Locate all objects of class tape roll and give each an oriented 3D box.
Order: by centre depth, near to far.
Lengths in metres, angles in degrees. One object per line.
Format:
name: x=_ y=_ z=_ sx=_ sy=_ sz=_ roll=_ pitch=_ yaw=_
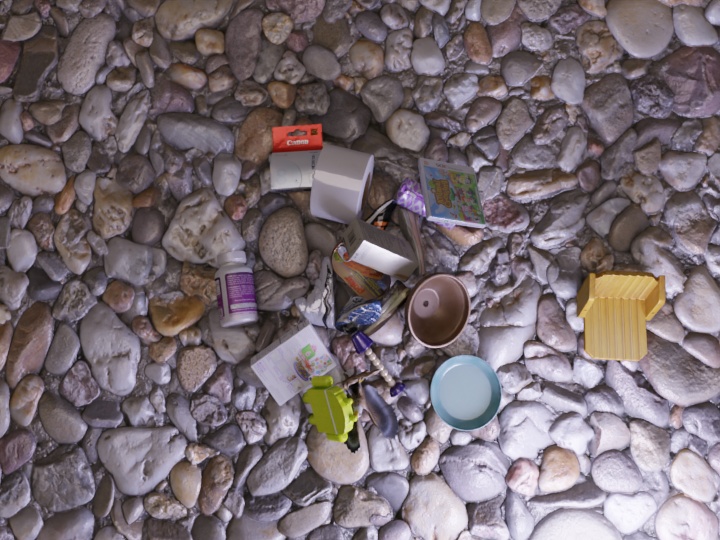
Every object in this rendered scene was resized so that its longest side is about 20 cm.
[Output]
tape roll: x=-0.049 y=-0.238 z=1.744 sx=0.136 sy=0.203 sz=0.208 roll=14 pitch=83 yaw=7

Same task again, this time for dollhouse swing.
dollhouse swing: x=0.694 y=0.124 z=1.659 sx=0.195 sy=0.183 sz=0.180 roll=3 pitch=62 yaw=4

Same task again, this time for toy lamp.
toy lamp: x=0.046 y=0.254 z=1.717 sx=0.058 sy=0.058 sz=0.201 roll=-39 pitch=94 yaw=-2

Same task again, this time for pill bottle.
pill bottle: x=-0.355 y=0.052 z=1.771 sx=0.109 sy=0.112 sz=0.205 roll=-9 pitch=82 yaw=3

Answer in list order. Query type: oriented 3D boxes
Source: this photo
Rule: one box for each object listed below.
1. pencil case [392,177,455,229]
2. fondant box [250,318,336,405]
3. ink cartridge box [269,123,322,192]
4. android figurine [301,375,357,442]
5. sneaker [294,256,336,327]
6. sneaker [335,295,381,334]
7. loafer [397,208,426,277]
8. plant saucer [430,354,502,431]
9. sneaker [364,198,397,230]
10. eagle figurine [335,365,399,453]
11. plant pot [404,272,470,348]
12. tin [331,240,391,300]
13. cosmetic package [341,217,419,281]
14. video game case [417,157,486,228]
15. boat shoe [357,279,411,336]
pencil case: x=0.193 y=-0.190 z=1.757 sx=0.196 sy=0.085 sz=0.086 roll=24 pitch=83 yaw=-8
fondant box: x=-0.186 y=0.254 z=1.730 sx=0.198 sy=0.058 sz=0.146 roll=-34 pitch=106 yaw=0
ink cartridge box: x=-0.188 y=-0.337 z=1.845 sx=0.156 sy=0.047 sz=0.206 roll=-3 pitch=84 yaw=4
android figurine: x=-0.082 y=0.372 z=1.672 sx=0.041 sy=0.198 sz=0.186 roll=-18 pitch=92 yaw=-41
sneaker: x=-0.127 y=0.062 z=1.770 sx=0.112 sy=0.075 sz=0.205 roll=-2 pitch=80 yaw=5
sneaker: x=-0.008 y=0.103 z=1.708 sx=0.076 sy=0.199 sz=0.087 roll=23 pitch=59 yaw=-25
loafer: x=0.162 y=-0.085 z=1.774 sx=0.061 sy=0.072 sz=0.205 roll=-11 pitch=78 yaw=-18
plant saucer: x=0.290 y=0.336 z=1.719 sx=0.194 sy=0.036 sz=0.206 roll=-1 pitch=81 yaw=4
sneaker: x=0.047 y=-0.114 z=1.793 sx=0.090 sy=0.070 sz=0.200 roll=45 pitch=87 yaw=-6
eagle figurine: x=0.002 y=0.377 z=1.706 sx=0.149 sy=0.150 sz=0.204 roll=-2 pitch=116 yaw=43
plant pot: x=0.197 y=0.101 z=1.712 sx=0.196 sy=0.092 sz=0.206 roll=-5 pitch=102 yaw=-23
tin: x=0.000 y=0.000 z=1.753 sx=0.112 sy=0.042 sz=0.200 roll=-45 pitch=105 yaw=-2
cosmetic package: x=0.054 y=-0.055 z=1.681 sx=0.071 sy=0.197 sz=0.106 roll=-50 pitch=35 yaw=26
video game case: x=0.254 y=-0.217 z=1.737 sx=0.178 sy=0.022 sz=0.204 roll=6 pitch=59 yaw=-20
boat shoe: x=0.059 y=0.109 z=1.743 sx=0.200 sy=0.073 sz=0.065 roll=-44 pitch=73 yaw=12
